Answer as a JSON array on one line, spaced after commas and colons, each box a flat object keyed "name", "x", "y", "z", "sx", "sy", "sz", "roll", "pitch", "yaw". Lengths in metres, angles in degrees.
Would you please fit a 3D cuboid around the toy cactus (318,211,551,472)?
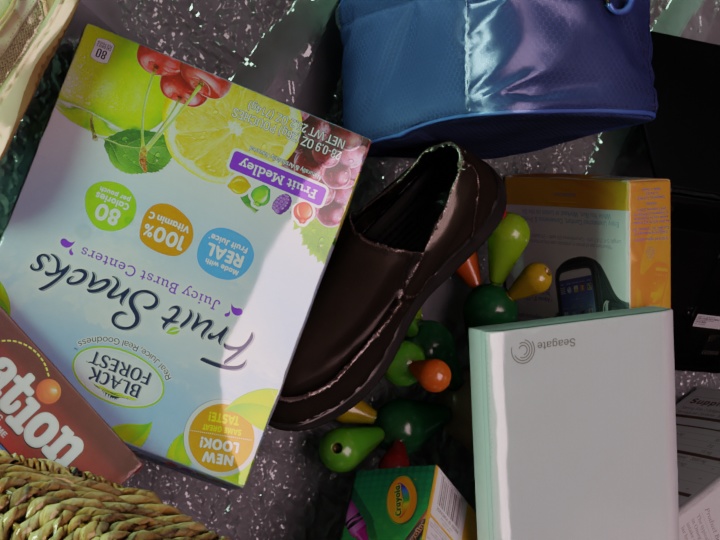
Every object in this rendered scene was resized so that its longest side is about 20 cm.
[{"name": "toy cactus", "x": 0.060, "y": 0.059, "z": 1.292, "sx": 0.165, "sy": 0.102, "sz": 0.201, "roll": 52, "pitch": 56, "yaw": -37}]

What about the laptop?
[{"name": "laptop", "x": 0.228, "y": -0.042, "z": 1.444, "sx": 0.176, "sy": 0.103, "sz": 0.202, "roll": 6, "pitch": 116, "yaw": -35}]

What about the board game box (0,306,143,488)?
[{"name": "board game box", "x": -0.213, "y": 0.059, "z": 1.068, "sx": 0.103, "sy": 0.019, "sz": 0.200, "roll": -43, "pitch": 89, "yaw": -14}]

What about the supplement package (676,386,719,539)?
[{"name": "supplement package", "x": 0.211, "y": 0.178, "z": 1.383, "sx": 0.199, "sy": 0.117, "sz": 0.118, "roll": -31, "pitch": 110, "yaw": -29}]

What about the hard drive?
[{"name": "hard drive", "x": 0.127, "y": 0.128, "z": 1.237, "sx": 0.131, "sy": 0.027, "sz": 0.202, "roll": -6, "pitch": 96, "yaw": -28}]

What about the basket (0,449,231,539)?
[{"name": "basket", "x": -0.157, "y": 0.197, "z": 1.033, "sx": 0.142, "sy": 0.148, "sz": 0.202, "roll": 9, "pitch": 101, "yaw": -65}]

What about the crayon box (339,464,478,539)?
[{"name": "crayon box", "x": 0.054, "y": 0.219, "z": 1.259, "sx": 0.200, "sy": 0.058, "sz": 0.120, "roll": 52, "pitch": 40, "yaw": -42}]

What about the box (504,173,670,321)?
[{"name": "box", "x": 0.141, "y": 0.042, "z": 1.322, "sx": 0.041, "sy": 0.119, "sz": 0.202, "roll": -7, "pitch": 98, "yaw": -35}]

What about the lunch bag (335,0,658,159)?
[{"name": "lunch bag", "x": 0.077, "y": -0.142, "z": 1.212, "sx": 0.135, "sy": 0.199, "sz": 0.134, "roll": -1, "pitch": 84, "yaw": -35}]

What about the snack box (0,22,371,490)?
[{"name": "snack box", "x": -0.107, "y": -0.005, "z": 1.137, "sx": 0.167, "sy": 0.068, "sz": 0.202, "roll": 21, "pitch": 81, "yaw": -7}]

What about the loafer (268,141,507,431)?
[{"name": "loafer", "x": 0.000, "y": 0.000, "z": 1.201, "sx": 0.200, "sy": 0.073, "sz": 0.071, "roll": -51, "pitch": 149, "yaw": -13}]

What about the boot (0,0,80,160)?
[{"name": "boot", "x": -0.227, "y": -0.152, "z": 1.078, "sx": 0.155, "sy": 0.073, "sz": 0.202, "roll": 31, "pitch": 72, "yaw": -28}]
